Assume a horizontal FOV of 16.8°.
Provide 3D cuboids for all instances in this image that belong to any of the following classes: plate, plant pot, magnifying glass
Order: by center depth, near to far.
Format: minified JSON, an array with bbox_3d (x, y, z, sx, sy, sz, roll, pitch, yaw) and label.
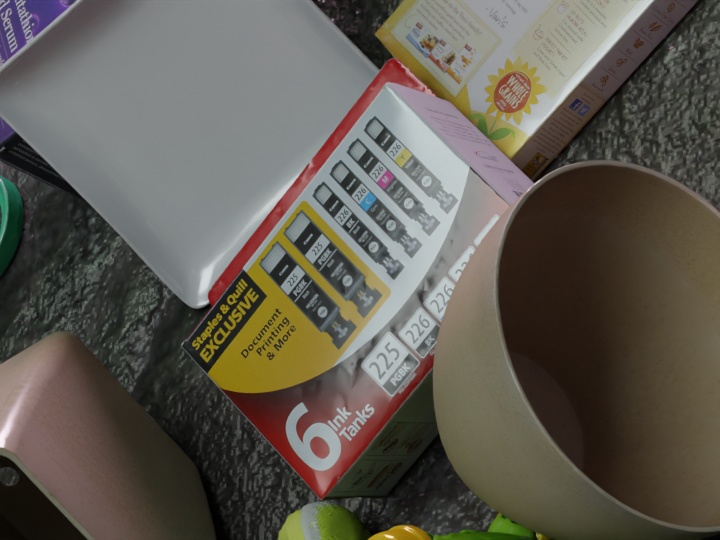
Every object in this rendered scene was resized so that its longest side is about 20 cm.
[{"bbox_3d":[0.115,0.061,1.271,0.134,0.199,0.201,-37,50,49],"label":"plant pot"},{"bbox_3d":[-0.200,0.156,1.445,0.199,0.200,0.177,-30,25,25],"label":"plant pot"},{"bbox_3d":[-0.098,-0.106,1.514,0.200,0.200,0.032,-40,13,18],"label":"plate"},{"bbox_3d":[-0.286,0.026,1.687,0.079,0.022,0.201,10,79,40],"label":"magnifying glass"}]

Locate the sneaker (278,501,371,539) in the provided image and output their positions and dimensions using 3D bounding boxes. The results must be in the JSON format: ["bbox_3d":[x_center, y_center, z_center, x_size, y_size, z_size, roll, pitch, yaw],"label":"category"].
[{"bbox_3d":[-0.022,0.236,1.375,0.105,0.076,0.201,-40,44,33],"label":"sneaker"}]

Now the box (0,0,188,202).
[{"bbox_3d":[-0.158,-0.167,1.612,0.200,0.104,0.148,-37,53,21],"label":"box"}]

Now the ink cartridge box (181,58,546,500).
[{"bbox_3d":[0.000,0.000,1.398,0.176,0.084,0.200,45,106,23],"label":"ink cartridge box"}]

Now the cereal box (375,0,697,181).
[{"bbox_3d":[0.117,-0.166,1.441,0.200,0.039,0.144,-47,52,13],"label":"cereal box"}]

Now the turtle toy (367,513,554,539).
[{"bbox_3d":[0.094,0.194,1.263,0.200,0.145,0.102,20,106,41],"label":"turtle toy"}]
